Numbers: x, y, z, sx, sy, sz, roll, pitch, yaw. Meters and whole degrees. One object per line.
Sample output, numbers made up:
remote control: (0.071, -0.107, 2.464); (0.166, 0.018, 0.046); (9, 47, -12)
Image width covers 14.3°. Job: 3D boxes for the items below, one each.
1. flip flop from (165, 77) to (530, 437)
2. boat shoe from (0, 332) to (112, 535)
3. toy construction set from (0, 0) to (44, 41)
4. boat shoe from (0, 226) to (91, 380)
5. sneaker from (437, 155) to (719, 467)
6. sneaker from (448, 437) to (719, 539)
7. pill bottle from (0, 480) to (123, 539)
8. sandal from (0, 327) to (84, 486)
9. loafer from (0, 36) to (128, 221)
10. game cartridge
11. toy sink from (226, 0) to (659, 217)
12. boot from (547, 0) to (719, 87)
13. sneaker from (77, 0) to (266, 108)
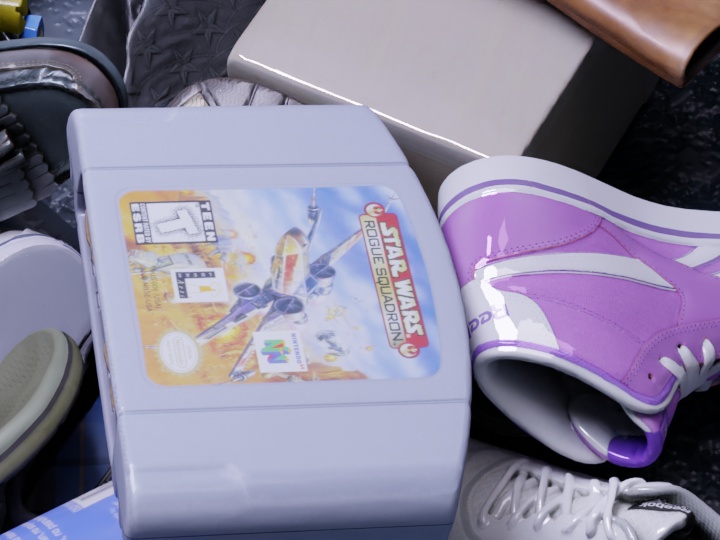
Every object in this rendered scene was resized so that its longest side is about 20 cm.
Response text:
flip flop: (0.000, 0.000, 1.145); (0.200, 0.058, 0.081); (32, 76, -8)
boat shoe: (-0.083, 0.041, 1.123); (0.070, 0.066, 0.200); (23, 54, 17)
toy construction set: (-0.162, -0.134, 1.209); (0.092, 0.131, 0.200); (12, 27, 17)
boat shoe: (-0.199, 0.045, 1.129); (0.200, 0.071, 0.070); (-37, 28, -15)
sneaker: (0.121, 0.035, 1.098); (0.200, 0.073, 0.114); (11, 49, -24)
sneaker: (0.085, 0.100, 1.068); (0.200, 0.081, 0.075); (22, 57, 19)
pill bottle: (-0.123, 0.153, 1.006); (0.200, 0.112, 0.112); (-26, 56, -19)
sandal: (-0.172, 0.071, 1.036); (0.057, 0.080, 0.201); (55, 46, -5)
loafer: (-0.183, -0.032, 1.145); (0.200, 0.072, 0.063); (-18, 31, 25)
game cartridge: (-0.031, 0.015, 1.035); (0.133, 0.042, 0.200); (-5, 48, -10)
toy sink: (0.052, -0.102, 1.210); (0.130, 0.112, 0.200); (23, 60, 17)
boot: (0.094, -0.185, 1.157); (0.200, 0.069, 0.188); (26, 60, 19)
sneaker: (-0.053, -0.124, 1.257); (0.060, 0.104, 0.200); (-2, 8, 36)
